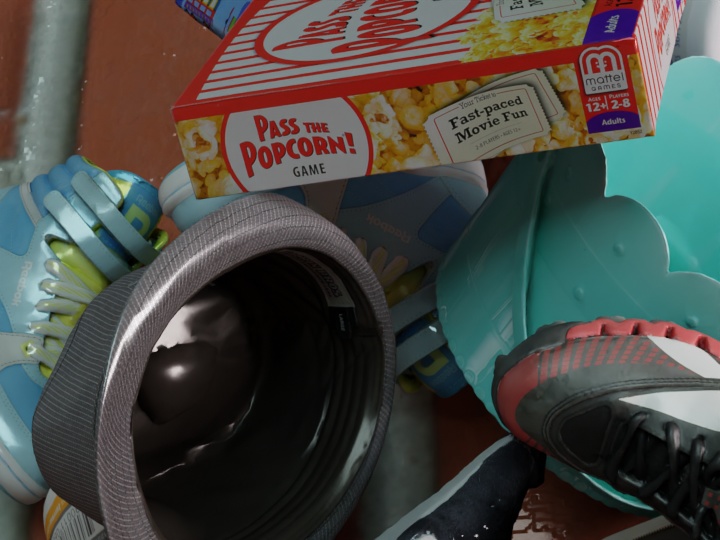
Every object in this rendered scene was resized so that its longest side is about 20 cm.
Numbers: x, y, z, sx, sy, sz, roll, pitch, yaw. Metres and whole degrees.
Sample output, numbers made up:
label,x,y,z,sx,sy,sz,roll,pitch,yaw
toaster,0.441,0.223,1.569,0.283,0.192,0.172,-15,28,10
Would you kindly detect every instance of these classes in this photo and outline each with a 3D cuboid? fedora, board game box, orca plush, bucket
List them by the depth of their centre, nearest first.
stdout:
label,x,y,z,sx,sy,sz,roll,pitch,yaw
orca plush,0.021,0.149,0.923,0.200,0.105,0.071,-38,94,-36
fedora,-0.073,0.056,0.941,0.090,0.177,0.200,7,36,39
board game box,0.035,-0.093,0.947,0.199,0.046,0.152,-8,25,17
bucket,0.143,0.007,1.015,0.207,0.135,0.208,27,35,-21

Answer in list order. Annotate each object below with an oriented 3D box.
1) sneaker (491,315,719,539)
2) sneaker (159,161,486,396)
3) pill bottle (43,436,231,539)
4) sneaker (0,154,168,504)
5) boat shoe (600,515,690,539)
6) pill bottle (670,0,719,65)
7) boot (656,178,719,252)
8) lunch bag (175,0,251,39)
label,x,y,z,sx,sy,sz,roll,pitch,yaw
sneaker,0.148,0.078,0.882,0.200,0.071,0.098,16,32,2
sneaker,0.000,0.000,1.074,0.199,0.079,0.131,-1,64,-39
pill bottle,-0.071,0.175,1.002,0.116,0.117,0.200,-21,55,-4
sneaker,-0.153,0.017,1.129,0.130,0.080,0.201,-28,50,11
boat shoe,0.151,0.147,0.975,0.200,0.072,0.060,-32,41,15
pill bottle,0.154,-0.151,1.166,0.112,0.112,0.200,-43,38,-19
boot,0.243,-0.018,1.106,0.199,0.075,0.108,-8,59,4
lunch bag,0.028,-0.124,1.159,0.150,0.200,0.094,38,103,50
